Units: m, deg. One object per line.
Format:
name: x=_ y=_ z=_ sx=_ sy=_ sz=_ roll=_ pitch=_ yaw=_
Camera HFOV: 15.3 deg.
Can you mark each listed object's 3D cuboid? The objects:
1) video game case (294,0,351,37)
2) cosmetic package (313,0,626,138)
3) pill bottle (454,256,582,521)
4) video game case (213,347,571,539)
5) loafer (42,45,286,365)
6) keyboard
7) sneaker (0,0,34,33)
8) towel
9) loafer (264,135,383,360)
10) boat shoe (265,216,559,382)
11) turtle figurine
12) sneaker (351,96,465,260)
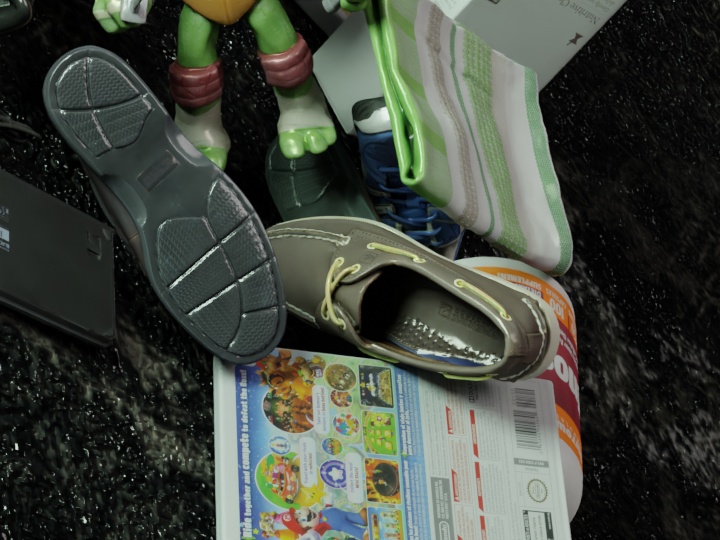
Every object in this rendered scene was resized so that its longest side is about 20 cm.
video game case: x=-0.025 y=-0.240 z=1.864 sx=0.200 sy=0.023 sz=0.182 roll=45 pitch=32 yaw=-26
cosmetic package: x=0.075 y=-0.164 z=1.757 sx=0.113 sy=0.200 sz=0.081 roll=21 pitch=28 yaw=-42
pill bottle: x=0.077 y=0.098 z=1.622 sx=0.113 sy=0.113 sz=0.200 roll=39 pitch=35 yaw=-33
video game case: x=0.017 y=0.111 z=1.500 sx=0.199 sy=0.018 sz=0.144 roll=7 pitch=50 yaw=-13
loafer: x=-0.109 y=-0.038 z=1.502 sx=0.200 sy=0.072 sz=0.063 roll=56 pitch=-10 yaw=-8
keyboard: x=-0.202 y=-0.042 z=1.404 sx=0.200 sy=0.021 sz=0.128 roll=30 pitch=46 yaw=-44
sneaker: x=-0.191 y=-0.177 z=1.491 sx=0.199 sy=0.076 sz=0.115 roll=-7 pitch=71 yaw=-56
towel: x=0.067 y=-0.087 z=1.597 sx=0.200 sy=0.031 sz=0.150 roll=29 pitch=43 yaw=-58
loafer: x=0.000 y=0.000 z=1.639 sx=0.063 sy=0.072 sz=0.201 roll=31 pitch=36 yaw=-56
boat shoe: x=0.014 y=0.016 z=1.541 sx=0.059 sy=0.199 sz=0.072 roll=-3 pitch=111 yaw=-64
turtle figurine: x=-0.069 y=-0.138 z=1.513 sx=0.144 sy=0.200 sz=0.195 roll=-33 pitch=131 yaw=-29
sneaker: x=0.040 y=-0.056 z=1.691 sx=0.200 sy=0.075 sz=0.077 roll=58 pitch=28 yaw=-68
